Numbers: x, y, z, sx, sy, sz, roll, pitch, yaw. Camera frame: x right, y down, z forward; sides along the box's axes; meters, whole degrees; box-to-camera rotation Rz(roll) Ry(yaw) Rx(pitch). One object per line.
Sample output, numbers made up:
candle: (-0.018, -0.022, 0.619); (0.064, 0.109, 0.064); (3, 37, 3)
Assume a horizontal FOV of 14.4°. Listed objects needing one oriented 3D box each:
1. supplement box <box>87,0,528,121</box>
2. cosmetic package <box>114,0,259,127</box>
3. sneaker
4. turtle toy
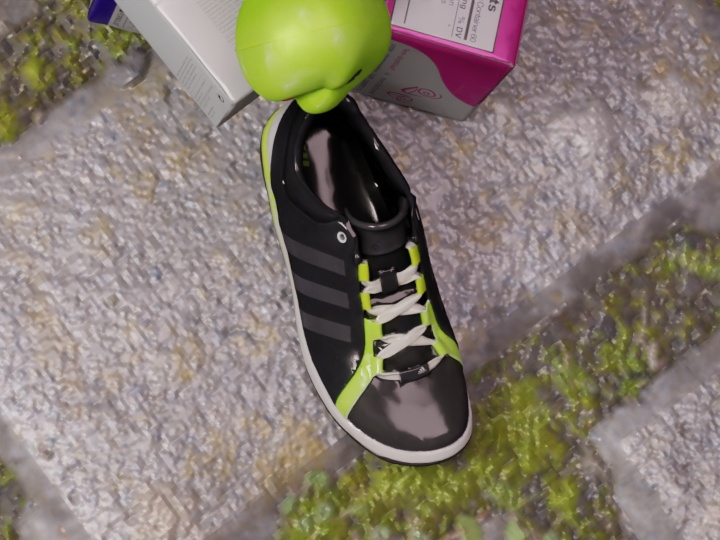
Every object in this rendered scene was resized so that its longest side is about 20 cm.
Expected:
supplement box: (-0.020, -0.155, 1.394); (0.200, 0.101, 0.103); (16, 75, -9)
cosmetic package: (-0.034, -0.186, 1.318); (0.200, 0.052, 0.151); (-38, 90, -17)
sneaker: (0.000, 0.000, 1.373); (0.072, 0.083, 0.200); (-22, 83, -16)
turtle toy: (-0.014, -0.168, 1.232); (0.101, 0.146, 0.200); (27, 73, -28)
